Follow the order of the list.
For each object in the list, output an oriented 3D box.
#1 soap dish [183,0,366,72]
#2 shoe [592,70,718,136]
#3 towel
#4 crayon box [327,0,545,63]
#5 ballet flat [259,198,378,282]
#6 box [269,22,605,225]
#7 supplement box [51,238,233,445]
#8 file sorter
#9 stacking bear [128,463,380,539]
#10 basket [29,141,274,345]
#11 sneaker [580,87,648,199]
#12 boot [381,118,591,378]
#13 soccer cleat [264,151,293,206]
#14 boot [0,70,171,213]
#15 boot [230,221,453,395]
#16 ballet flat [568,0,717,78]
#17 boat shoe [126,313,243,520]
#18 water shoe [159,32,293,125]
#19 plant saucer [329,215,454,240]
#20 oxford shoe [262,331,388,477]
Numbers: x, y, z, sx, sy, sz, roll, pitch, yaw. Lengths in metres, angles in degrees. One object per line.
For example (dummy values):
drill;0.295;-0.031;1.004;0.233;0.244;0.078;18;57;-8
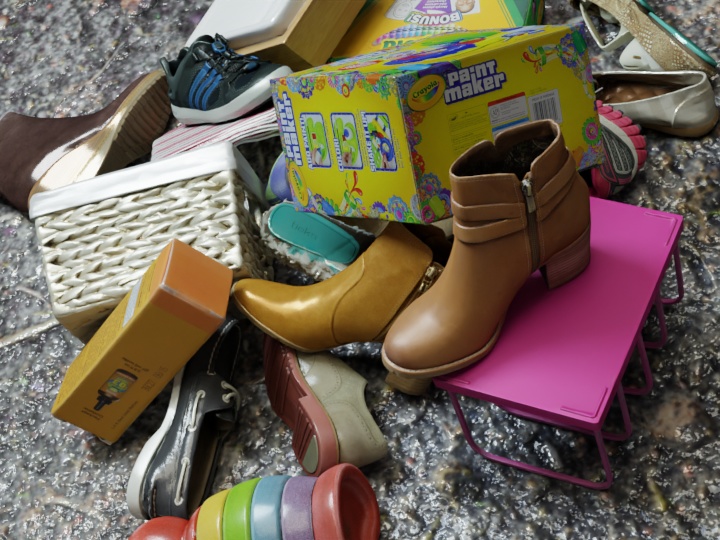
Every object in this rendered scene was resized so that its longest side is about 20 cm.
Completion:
soap dish;-0.078;-0.260;1.624;0.199;0.081;0.158;-5;49;56
shoe;0.236;-0.166;1.513;0.199;0.054;0.070;5;54;22
towel;-0.134;-0.134;1.571;0.146;0.030;0.200;-24;14;-1
crayon box;0.078;-0.238;1.619;0.198;0.058;0.119;1;53;19
ballet flat;0.000;0.000;1.445;0.199;0.072;0.072;29;64;11
box;0.063;-0.126;1.357;0.199;0.123;0.192;-20;15;-32
supplement box;-0.189;0.064;1.387;0.200;0.066;0.069;-47;25;33
file sorter;0.170;0.056;1.311;0.138;0.126;0.201;13;59;26
stacking bear;-0.094;0.224;1.282;0.199;0.114;0.122;-13;50;14
basket;-0.182;-0.015;1.465;0.199;0.136;0.124;-15;67;8
sneaker;0.164;-0.141;1.465;0.199;0.081;0.075;34;56;16
boot;0.088;-0.015;1.208;0.199;0.156;0.077;-29;51;-6
soccer cleat;-0.021;-0.129;1.518;0.200;0.065;0.084;-48;13;-33
boot;-0.303;-0.145;1.662;0.166;0.073;0.201;21;65;28
boot;0.001;0.008;1.358;0.200;0.145;0.071;25;30;2
ballet flat;0.268;-0.228;1.556;0.065;0.070;0.200;-48;46;14
boat shoe;-0.136;0.127;1.391;0.060;0.074;0.201;9;59;24
water shoe;-0.139;-0.188;1.551;0.071;0.079;0.199;-32;16;-31
plant saucer;0.057;-0.089;1.522;0.199;0.036;0.201;-10;50;11
oxford shoe;-0.035;0.102;1.397;0.074;0.071;0.201;-4;43;-21
